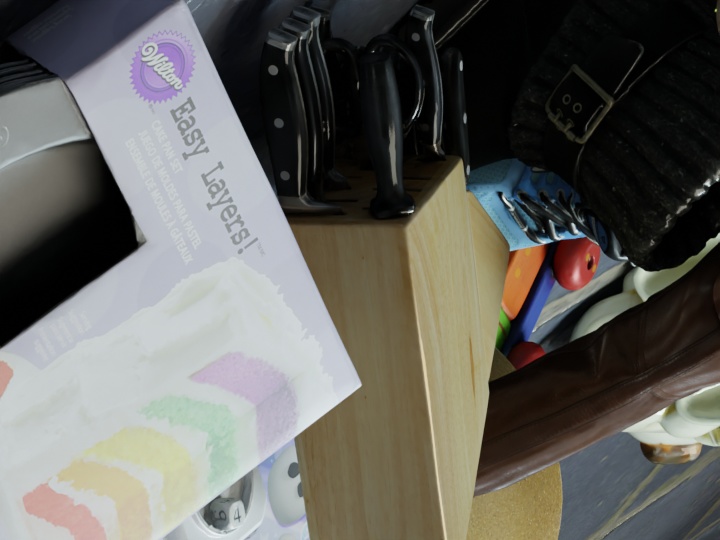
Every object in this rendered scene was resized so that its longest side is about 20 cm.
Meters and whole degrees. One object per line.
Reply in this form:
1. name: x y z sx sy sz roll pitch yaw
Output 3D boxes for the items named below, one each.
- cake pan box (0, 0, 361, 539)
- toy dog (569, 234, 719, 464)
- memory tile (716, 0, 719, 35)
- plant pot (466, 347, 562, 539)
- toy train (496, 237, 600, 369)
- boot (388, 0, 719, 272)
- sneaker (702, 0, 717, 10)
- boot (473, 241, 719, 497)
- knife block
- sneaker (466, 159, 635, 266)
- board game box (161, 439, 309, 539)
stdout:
1. cake pan box: -0.111 0.016 0.979 0.184 0.052 0.200 -37 129 -18
2. toy dog: 0.222 0.077 1.990 0.193 0.140 0.200 -28 165 3
3. memory tile: 0.187 -0.138 1.180 0.153 0.200 0.017 -29 180 -41
4. plant pot: -0.028 0.124 1.308 0.186 0.186 0.200 -49 170 27
5. toy train: 0.074 -0.036 1.445 0.200 0.084 0.116 -64 154 -19
6. boot: 0.080 -0.050 1.222 0.211 0.158 0.079 -49 163 26
7. sneaker: 0.147 -0.154 1.293 0.200 0.078 0.090 104 7 -53
8. boot: 0.118 0.036 1.263 0.200 0.064 0.186 -32 179 26
9. knife block: 0.000 0.000 1.116 0.176 0.064 0.201 46 50 -60
10. sneaker: 0.103 -0.043 1.289 0.200 0.078 0.090 -24 -138 36
11. board game box: -0.057 0.087 1.139 0.026 0.201 0.200 -4 156 37
